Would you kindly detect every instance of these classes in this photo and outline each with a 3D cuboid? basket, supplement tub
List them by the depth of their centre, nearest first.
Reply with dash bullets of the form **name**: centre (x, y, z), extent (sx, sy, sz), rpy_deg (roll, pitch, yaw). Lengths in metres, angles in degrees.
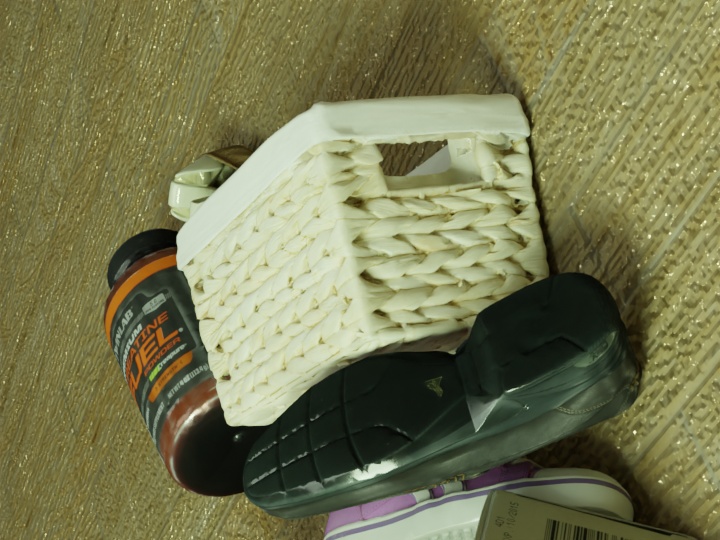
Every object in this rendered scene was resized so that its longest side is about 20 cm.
- **basket**: centre (0.000, 0.000, 0.837), extent (0.200, 0.134, 0.125), rpy_deg (-34, 67, 57)
- **supplement tub**: centre (-0.118, 0.056, 1.081), extent (0.201, 0.106, 0.108), rpy_deg (55, 138, 45)

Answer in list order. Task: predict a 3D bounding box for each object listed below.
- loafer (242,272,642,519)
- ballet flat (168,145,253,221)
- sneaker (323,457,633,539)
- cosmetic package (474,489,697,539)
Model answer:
- **loafer**: centre (0.039, 0.076, 0.724), extent (0.198, 0.072, 0.073), rpy_deg (-23, 42, 16)
- **ballet flat**: centre (-0.089, -0.045, 1.056), extent (0.200, 0.072, 0.069), rpy_deg (34, 120, 56)
- **sneaker**: centre (0.059, 0.099, 0.799), extent (0.199, 0.072, 0.115), rpy_deg (-16, 48, 42)
- **cosmetic package**: centre (0.086, 0.214, 0.706), extent (0.071, 0.104, 0.202), rpy_deg (-56, -22, -68)
